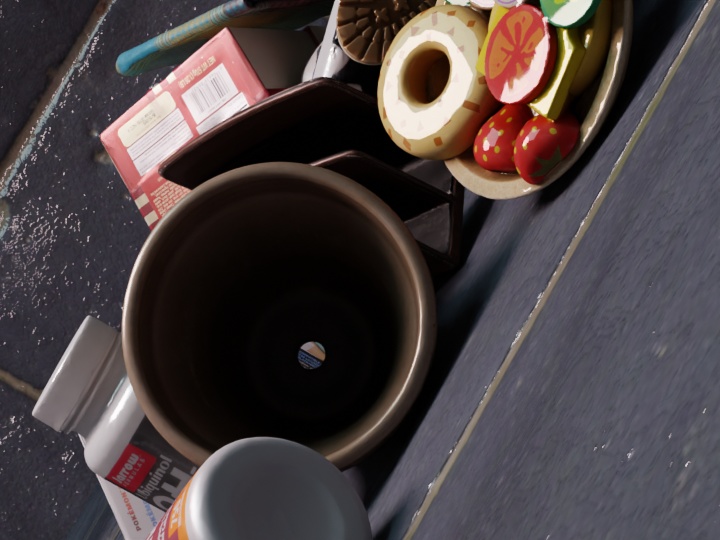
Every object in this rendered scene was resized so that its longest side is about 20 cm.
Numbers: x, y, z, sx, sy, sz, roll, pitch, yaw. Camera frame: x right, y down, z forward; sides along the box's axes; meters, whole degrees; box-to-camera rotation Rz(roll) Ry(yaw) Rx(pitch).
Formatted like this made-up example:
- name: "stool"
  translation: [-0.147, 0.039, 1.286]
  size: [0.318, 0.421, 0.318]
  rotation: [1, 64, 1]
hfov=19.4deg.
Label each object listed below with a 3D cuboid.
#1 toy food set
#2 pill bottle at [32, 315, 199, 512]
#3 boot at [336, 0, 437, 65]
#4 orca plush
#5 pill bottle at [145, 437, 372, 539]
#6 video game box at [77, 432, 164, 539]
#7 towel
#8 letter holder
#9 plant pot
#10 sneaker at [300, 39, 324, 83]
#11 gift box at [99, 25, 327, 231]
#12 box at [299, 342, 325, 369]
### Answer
- name: "toy food set"
  translation: [0.092, -0.144, 1.293]
  size: [0.200, 0.049, 0.199]
  rotation: [41, 116, 51]
- name: "pill bottle"
  translation: [-0.125, 0.115, 1.492]
  size: [0.111, 0.200, 0.111]
  rotation: [-59, 7, 12]
- name: "boot"
  translation: [0.044, -0.210, 1.473]
  size: [0.200, 0.075, 0.107]
  rotation: [-54, 2, -21]
- name: "orca plush"
  translation: [0.014, -0.178, 1.538]
  size: [0.105, 0.071, 0.201]
  rotation: [118, 166, -50]
- name: "pill bottle"
  translation: [-0.083, 0.192, 1.231]
  size: [0.200, 0.113, 0.113]
  rotation: [-52, 10, 44]
- name: "video game box"
  translation: [-0.187, 0.185, 1.772]
  size: [0.047, 0.183, 0.200]
  rotation: [-21, 6, -5]
- name: "towel"
  translation: [-0.097, -0.202, 1.755]
  size: [0.146, 0.022, 0.200]
  rotation: [-15, 0, -39]
- name: "letter holder"
  translation: [-0.044, -0.042, 1.490]
  size: [0.200, 0.142, 0.101]
  rotation: [-24, 52, 44]
- name: "plant pot"
  translation: [-0.041, 0.046, 1.376]
  size: [0.201, 0.200, 0.175]
  rotation: [-60, -12, -6]
- name: "sneaker"
  translation: [0.031, -0.209, 1.670]
  size: [0.087, 0.076, 0.201]
  rotation: [-11, 52, 58]
- name: "gift box"
  translation: [-0.079, -0.109, 1.754]
  size: [0.184, 0.201, 0.187]
  rotation: [-31, -12, 27]
- name: "box"
  translation: [0.000, 0.000, 1.657]
  size: [0.200, 0.060, 0.117]
  rotation: [-53, 10, 42]
